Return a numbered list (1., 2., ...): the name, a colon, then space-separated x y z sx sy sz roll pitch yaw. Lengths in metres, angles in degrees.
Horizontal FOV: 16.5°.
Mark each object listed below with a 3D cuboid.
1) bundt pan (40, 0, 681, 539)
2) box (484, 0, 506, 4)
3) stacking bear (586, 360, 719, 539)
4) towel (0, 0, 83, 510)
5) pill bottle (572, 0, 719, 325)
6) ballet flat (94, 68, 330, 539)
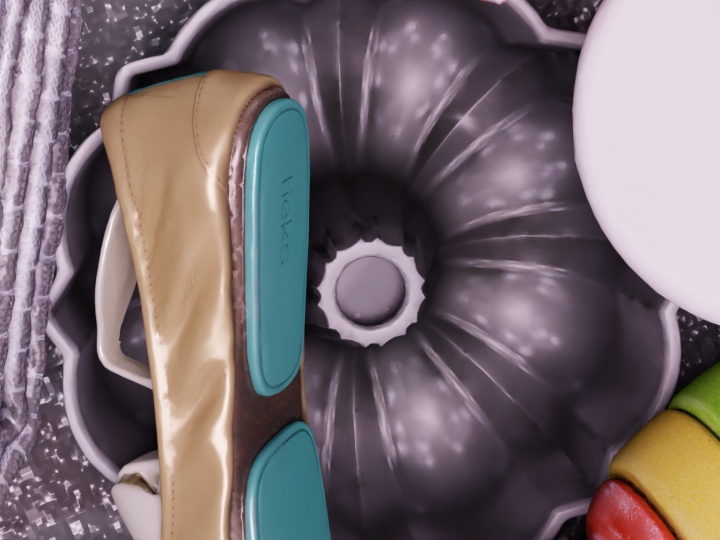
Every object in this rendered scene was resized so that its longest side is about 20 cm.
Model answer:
1. bundt pan: 0.000 0.000 0.779 0.200 0.076 0.204 -1 101 -6
2. box: 0.095 -0.156 0.668 0.199 0.124 0.098 -23 102 -7
3. stacking bear: 0.113 0.087 0.729 0.199 0.122 0.114 -30 148 -9
4. towel: -0.166 -0.038 0.721 0.164 0.085 0.202 12 98 27
5. pill bottle: 0.145 -0.058 0.715 0.112 0.200 0.114 7 106 25
6. ballet flat: -0.044 0.041 0.722 0.063 0.069 0.202 2 100 22
